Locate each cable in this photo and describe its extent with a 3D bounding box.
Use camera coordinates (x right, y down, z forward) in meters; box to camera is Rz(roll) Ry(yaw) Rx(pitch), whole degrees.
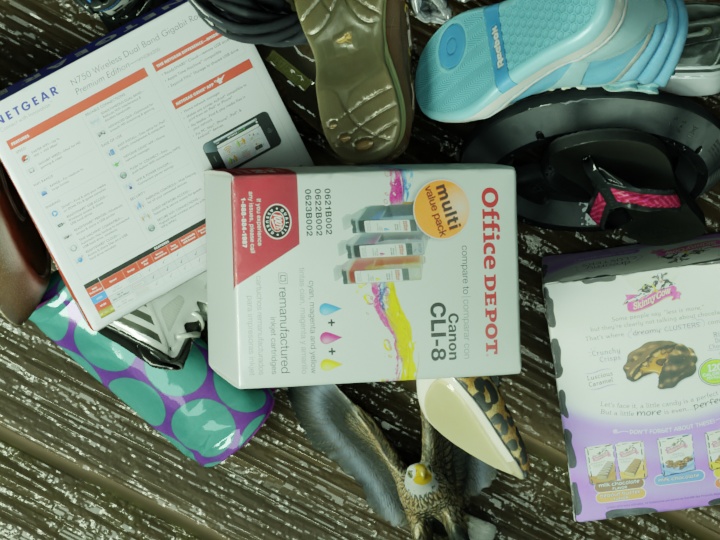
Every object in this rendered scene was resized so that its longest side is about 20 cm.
[{"bbox_3d":[-0.069,-0.239,1.554,0.200,0.051,0.163,51,59,-15],"label":"cable"}]

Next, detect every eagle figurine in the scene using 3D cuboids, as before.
[{"bbox_3d":[0.043,0.151,1.740,0.151,0.151,0.201,-5,71,-33],"label":"eagle figurine"}]

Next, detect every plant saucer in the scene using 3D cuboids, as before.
[{"bbox_3d":[-0.270,-0.060,1.640,0.032,0.200,0.201,-19,106,3],"label":"plant saucer"}]

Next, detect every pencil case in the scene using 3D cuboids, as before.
[{"bbox_3d":[-0.162,0.063,1.729,0.200,0.093,0.085,43,132,-10],"label":"pencil case"}]

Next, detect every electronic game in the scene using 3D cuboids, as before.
[{"bbox_3d":[0.171,-0.081,1.627,0.199,0.200,0.042,-2,65,4],"label":"electronic game"}]

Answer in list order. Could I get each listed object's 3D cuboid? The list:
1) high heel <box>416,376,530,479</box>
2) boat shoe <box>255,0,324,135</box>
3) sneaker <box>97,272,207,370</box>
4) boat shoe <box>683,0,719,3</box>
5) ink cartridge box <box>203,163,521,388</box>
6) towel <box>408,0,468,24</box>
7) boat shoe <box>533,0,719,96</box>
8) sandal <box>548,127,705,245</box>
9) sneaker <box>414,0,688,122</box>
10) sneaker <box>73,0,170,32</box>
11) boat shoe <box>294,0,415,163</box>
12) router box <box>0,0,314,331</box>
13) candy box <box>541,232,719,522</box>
[{"bbox_3d":[0.092,0.048,1.682,0.200,0.143,0.071,50,147,-3],"label":"high heel"},{"bbox_3d":[-0.065,-0.177,1.653,0.072,0.076,0.200,-40,101,19],"label":"boat shoe"},{"bbox_3d":[-0.117,0.018,1.685,0.199,0.076,0.116,-1,83,-18],"label":"sneaker"},{"bbox_3d":[0.224,-0.190,1.627,0.199,0.076,0.072,0,119,2],"label":"boat shoe"},{"bbox_3d":[0.000,0.000,1.535,0.199,0.145,0.146,-3,93,-12],"label":"ink cartridge box"},{"bbox_3d":[0.049,-0.287,1.566,0.085,0.166,0.201,-16,107,1],"label":"towel"},{"bbox_3d":[0.166,-0.168,1.577,0.199,0.072,0.071,0,121,1],"label":"boat shoe"},{"bbox_3d":[0.198,-0.049,1.592,0.075,0.200,0.045,-12,63,27],"label":"sandal"},{"bbox_3d":[0.139,-0.142,1.514,0.199,0.130,0.080,-20,67,47],"label":"sneaker"},{"bbox_3d":[-0.167,-0.184,1.638,0.073,0.112,0.201,-28,103,13],"label":"sneaker"},{"bbox_3d":[0.000,-0.172,1.544,0.072,0.068,0.202,-8,86,20],"label":"boat shoe"},{"bbox_3d":[-0.147,-0.083,1.593,0.199,0.049,0.180,-28,105,-7],"label":"router box"},{"bbox_3d":[0.234,0.081,1.718,0.167,0.072,0.201,-7,107,6],"label":"candy box"}]
